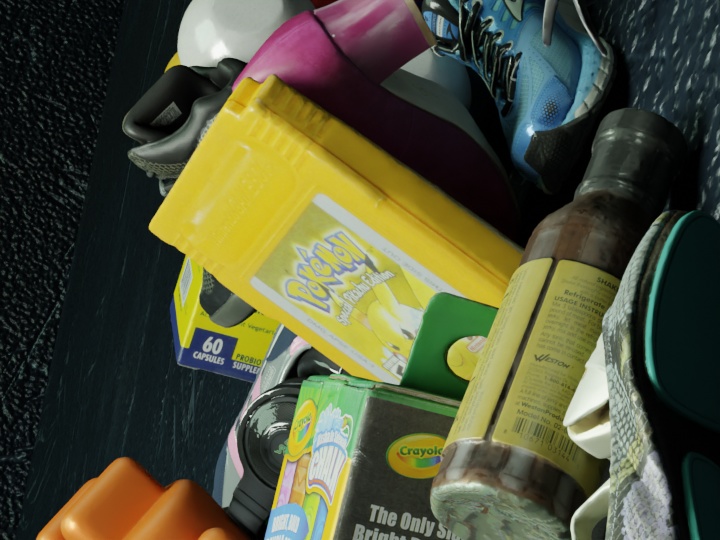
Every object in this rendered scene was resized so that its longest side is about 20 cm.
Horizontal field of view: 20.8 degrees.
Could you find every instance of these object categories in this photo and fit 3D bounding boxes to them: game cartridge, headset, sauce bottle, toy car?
[{"bbox_3d":[0.000,0.000,0.959,0.033,0.199,0.176,-59,5,-27],"label":"game cartridge"},{"bbox_3d":[-0.008,0.086,1.135,0.124,0.094,0.200,-47,-10,-43],"label":"headset"},{"bbox_3d":[0.089,0.021,0.804,0.201,0.064,0.065,-64,7,-29],"label":"sauce bottle"},{"bbox_3d":[-0.008,-0.110,1.146,0.175,0.199,0.151,91,-158,-58],"label":"toy car"}]

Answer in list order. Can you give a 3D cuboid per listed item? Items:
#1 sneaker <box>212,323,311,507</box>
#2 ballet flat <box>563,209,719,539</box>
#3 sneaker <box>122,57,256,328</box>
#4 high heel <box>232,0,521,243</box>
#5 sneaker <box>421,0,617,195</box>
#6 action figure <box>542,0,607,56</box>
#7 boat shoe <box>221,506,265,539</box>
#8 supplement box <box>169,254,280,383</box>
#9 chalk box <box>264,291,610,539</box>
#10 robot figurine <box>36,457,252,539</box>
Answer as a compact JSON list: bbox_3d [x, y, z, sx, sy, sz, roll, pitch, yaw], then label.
[{"bbox_3d":[-0.051,0.116,1.298,0.082,0.070,0.201,-109,35,-71],"label":"sneaker"},{"bbox_3d":[0.105,0.067,0.714,0.072,0.072,0.202,122,157,-50],"label":"ballet flat"},{"bbox_3d":[-0.076,-0.047,1.074,0.077,0.114,0.200,-62,0,-32],"label":"sneaker"},{"bbox_3d":[0.014,-0.057,0.984,0.068,0.096,0.200,58,-179,39],"label":"high heel"},{"bbox_3d":[0.071,-0.110,1.007,0.201,0.089,0.079,-98,26,-55],"label":"sneaker"},{"bbox_3d":[0.110,-0.209,0.921,0.118,0.102,0.202,14,85,48],"label":"action figure"},{"bbox_3d":[-0.079,0.232,1.299,0.072,0.067,0.201,42,144,44],"label":"boat shoe"},{"bbox_3d":[-0.053,-0.029,1.375,0.110,0.108,0.201,-113,40,-69],"label":"supplement box"},{"bbox_3d":[0.031,0.114,0.866,0.124,0.124,0.202,173,112,-75],"label":"chalk box"},{"bbox_3d":[-0.100,0.206,1.164,0.144,0.200,0.117,-43,5,12],"label":"robot figurine"}]
